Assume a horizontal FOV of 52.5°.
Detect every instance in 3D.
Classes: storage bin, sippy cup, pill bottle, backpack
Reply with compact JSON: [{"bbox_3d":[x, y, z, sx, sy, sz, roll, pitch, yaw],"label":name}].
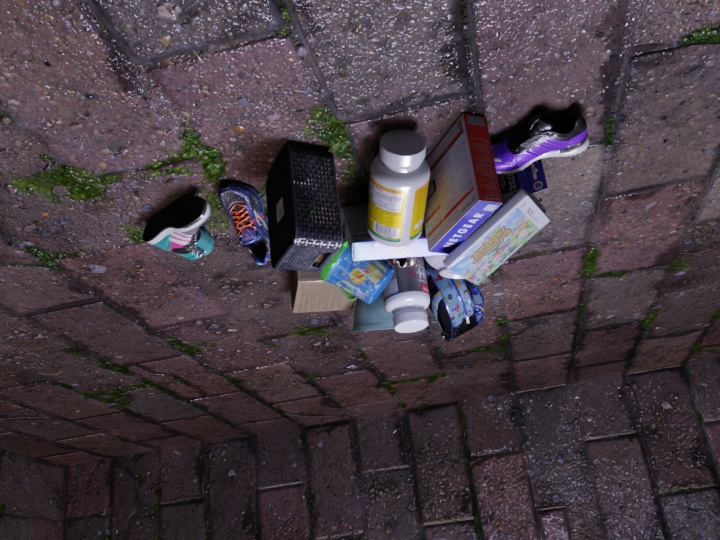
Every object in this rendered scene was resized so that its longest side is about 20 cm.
[{"bbox_3d":[-0.107,-0.111,1.337,0.093,0.203,0.135,5,154,-25],"label":"storage bin"},{"bbox_3d":[0.000,0.000,1.636,0.140,0.130,0.178,-54,171,1],"label":"sippy cup"},{"bbox_3d":[0.070,-0.153,1.354,0.111,0.114,0.202,-4,134,-7],"label":"pill bottle"},{"bbox_3d":[0.226,0.053,1.827,0.133,0.184,0.201,-25,151,-2],"label":"backpack"},{"bbox_3d":[0.106,0.040,1.733,0.109,0.203,0.111,-7,157,-3],"label":"pill bottle"}]

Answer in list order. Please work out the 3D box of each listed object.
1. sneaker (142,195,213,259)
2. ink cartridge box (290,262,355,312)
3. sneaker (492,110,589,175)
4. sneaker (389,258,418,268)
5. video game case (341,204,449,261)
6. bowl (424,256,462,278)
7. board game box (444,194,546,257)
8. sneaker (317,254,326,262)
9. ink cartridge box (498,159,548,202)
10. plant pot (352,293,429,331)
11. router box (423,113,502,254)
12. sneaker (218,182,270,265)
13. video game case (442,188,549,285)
[{"bbox_3d":[-0.339,-0.080,1.485,0.198,0.085,0.120,-17,150,39],"label":"sneaker"},{"bbox_3d":[-0.088,0.034,1.822,0.162,0.076,0.200,-3,155,-12],"label":"ink cartridge box"},{"bbox_3d":[0.315,-0.245,1.333,0.198,0.070,0.100,-16,148,11],"label":"sneaker"},{"bbox_3d":[0.076,-0.043,1.627,0.069,0.077,0.200,1,178,-16],"label":"sneaker"},{"bbox_3d":[0.068,-0.083,1.492,0.197,0.182,0.046,-4,117,-7],"label":"video game case"},{"bbox_3d":[0.230,-0.036,1.687,0.198,0.092,0.201,3,165,1],"label":"bowl"},{"bbox_3d":[0.265,-0.094,1.505,0.104,0.103,0.201,17,121,-43],"label":"board game box"},{"bbox_3d":[-0.129,-0.068,1.602,0.198,0.079,0.082,-4,154,-31],"label":"sneaker"},{"bbox_3d":[0.258,-0.175,1.427,0.198,0.096,0.037,-16,151,19],"label":"ink cartridge box"},{"bbox_3d":[0.074,0.083,1.870,0.197,0.136,0.200,-4,176,0],"label":"plant pot"},{"bbox_3d":[0.176,-0.155,1.346,0.048,0.182,0.200,4,155,-22],"label":"router box"},{"bbox_3d":[-0.220,-0.092,1.458,0.074,0.079,0.201,-18,130,16],"label":"sneaker"},{"bbox_3d":[0.267,-0.058,1.413,0.200,0.022,0.182,-43,153,13],"label":"video game case"}]
